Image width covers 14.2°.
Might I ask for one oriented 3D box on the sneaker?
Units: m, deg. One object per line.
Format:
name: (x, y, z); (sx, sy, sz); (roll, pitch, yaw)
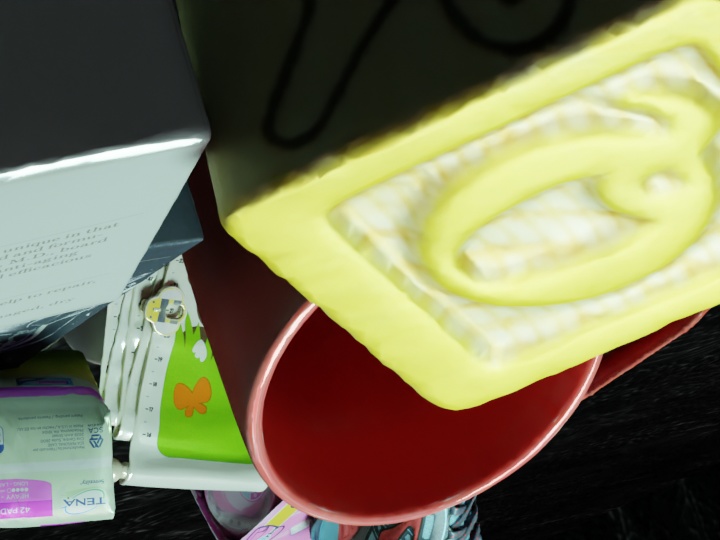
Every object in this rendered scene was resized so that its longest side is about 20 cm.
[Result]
sneaker: (0.047, 0.132, 1.601); (0.079, 0.096, 0.200); (-19, 157, -32)

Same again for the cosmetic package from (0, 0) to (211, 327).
cosmetic package: (-0.167, -0.075, 1.029); (0.165, 0.168, 0.200); (-13, 166, -18)

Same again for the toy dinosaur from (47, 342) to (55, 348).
toy dinosaur: (-0.206, 0.028, 1.619); (0.102, 0.077, 0.199); (-7, 171, 43)

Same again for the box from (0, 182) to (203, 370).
box: (-0.212, -0.019, 1.358); (0.199, 0.105, 0.182); (-8, 163, -40)

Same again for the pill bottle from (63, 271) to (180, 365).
pill bottle: (-0.076, 0.007, 1.641); (0.199, 0.113, 0.112); (-5, 163, -47)

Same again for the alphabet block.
alphabet block: (0.054, -0.098, 1.045); (0.195, 0.201, 0.196); (-24, 148, 19)

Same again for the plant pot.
plant pot: (0.000, 0.000, 1.460); (0.199, 0.178, 0.201); (-17, 134, -19)

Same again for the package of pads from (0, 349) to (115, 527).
package of pads: (-0.208, 0.087, 1.467); (0.153, 0.069, 0.200); (-3, -174, -8)

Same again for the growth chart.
growth chart: (-0.082, 0.026, 1.553); (0.144, 0.201, 0.018); (-4, -167, -34)

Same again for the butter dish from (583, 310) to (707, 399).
butter dish: (0.105, -0.051, 1.567); (0.147, 0.201, 0.199); (11, 157, -18)

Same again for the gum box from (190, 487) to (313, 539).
gum box: (0.005, 0.078, 1.653); (0.200, 0.066, 0.113); (-43, 156, 30)
